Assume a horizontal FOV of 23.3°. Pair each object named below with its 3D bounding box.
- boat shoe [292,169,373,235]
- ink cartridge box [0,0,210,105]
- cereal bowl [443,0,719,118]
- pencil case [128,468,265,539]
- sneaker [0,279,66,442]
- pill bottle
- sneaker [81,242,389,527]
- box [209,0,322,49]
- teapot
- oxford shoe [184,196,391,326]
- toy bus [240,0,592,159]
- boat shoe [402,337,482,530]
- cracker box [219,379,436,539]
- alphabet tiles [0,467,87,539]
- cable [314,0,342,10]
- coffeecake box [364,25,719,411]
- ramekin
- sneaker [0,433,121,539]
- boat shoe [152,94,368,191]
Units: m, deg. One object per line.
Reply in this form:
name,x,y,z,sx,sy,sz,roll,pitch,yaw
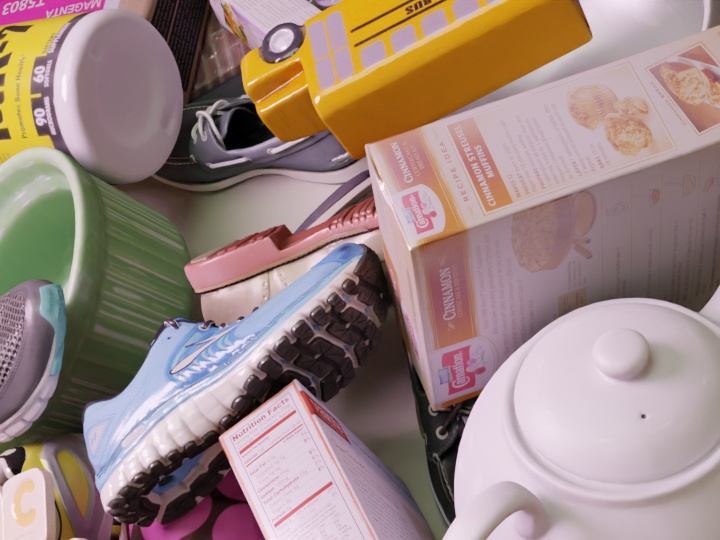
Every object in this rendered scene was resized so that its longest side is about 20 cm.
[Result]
boat shoe,-0.051,0.008,1.088,0.200,0.073,0.063,-50,48,0
ink cartridge box,-0.215,-0.190,1.322,0.198,0.075,0.166,-9,54,26
cereal bowl,0.129,-0.117,1.053,0.198,0.083,0.202,-16,52,22
pencil case,-0.081,0.162,0.992,0.091,0.093,0.202,-40,45,37
sneaker,-0.242,0.062,0.990,0.199,0.091,0.078,-37,47,35
pill bottle,-0.228,-0.111,1.189,0.198,0.114,0.115,-3,58,36
sneaker,-0.075,0.045,0.951,0.199,0.078,0.090,-38,57,-1
box,-0.059,-0.169,1.194,0.041,0.039,0.200,-31,30,-9
teapot,0.128,0.088,0.843,0.195,0.147,0.201,-7,47,9
oxford shoe,0.000,0.000,1.005,0.198,0.071,0.075,-16,97,19
toy bus,0.030,-0.130,1.025,0.198,0.065,0.079,-26,51,14
boat shoe,0.057,0.074,0.984,0.068,0.057,0.201,-24,50,15
cracker box,0.012,0.167,0.896,0.057,0.134,0.201,-36,47,6
alphabet tiles,-0.201,0.214,0.941,0.199,0.015,0.198,-24,63,39
cable,0.039,-0.246,1.162,0.199,0.069,0.200,-38,20,17
coffeecake box,0.112,-0.024,0.911,0.198,0.154,0.074,-19,55,-6
ramekin,-0.192,0.033,1.102,0.199,0.097,0.202,-28,52,41
sneaker,-0.188,0.195,1.006,0.075,0.076,0.203,-6,81,47
boat shoe,-0.080,-0.099,1.183,0.198,0.062,0.073,3,61,33
